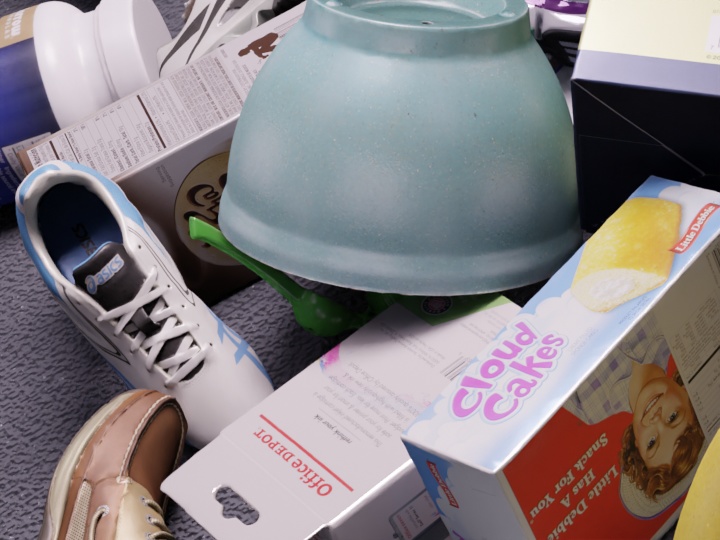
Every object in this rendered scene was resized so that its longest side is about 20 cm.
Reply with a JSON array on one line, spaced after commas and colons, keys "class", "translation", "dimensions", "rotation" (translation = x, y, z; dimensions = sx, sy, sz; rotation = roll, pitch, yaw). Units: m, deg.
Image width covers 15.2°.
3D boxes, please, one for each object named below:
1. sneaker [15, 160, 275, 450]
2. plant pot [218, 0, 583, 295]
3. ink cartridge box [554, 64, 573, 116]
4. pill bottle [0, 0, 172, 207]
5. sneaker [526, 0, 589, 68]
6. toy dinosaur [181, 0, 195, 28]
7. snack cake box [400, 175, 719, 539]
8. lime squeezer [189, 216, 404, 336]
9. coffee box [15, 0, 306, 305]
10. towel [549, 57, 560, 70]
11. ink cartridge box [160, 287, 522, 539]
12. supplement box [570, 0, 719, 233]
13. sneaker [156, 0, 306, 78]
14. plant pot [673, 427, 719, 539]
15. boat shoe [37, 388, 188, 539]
[{"class": "sneaker", "translation": [-0.121, 0.024, 1.471], "dimensions": [0.072, 0.200, 0.072], "rotation": [-42, -9, 6]}, {"class": "plant pot", "translation": [0.027, -0.085, 1.448], "dimensions": [0.200, 0.135, 0.200], "rotation": [4, 20, -1]}, {"class": "ink cartridge box", "translation": [0.209, -0.101, 1.523], "dimensions": [0.200, 0.043, 0.196], "rotation": [22, 60, 45]}, {"class": "pill bottle", "translation": [-0.219, -0.105, 1.727], "dimensions": [0.199, 0.116, 0.116], "rotation": [-18, 37, 10]}, {"class": "sneaker", "translation": [0.074, -0.171, 1.559], "dimensions": [0.199, 0.074, 0.088], "rotation": [10, 75, 15]}, {"class": "toy dinosaur", "translation": [-0.046, -0.154, 1.719], "dimensions": [0.200, 0.077, 0.103], "rotation": [-10, 52, 27]}, {"class": "snack cake box", "translation": [0.123, 0.064, 1.312], "dimensions": [0.067, 0.115, 0.200], "rotation": [18, 54, 44]}, {"class": "lime squeezer", "translation": [0.000, 0.000, 1.515], "dimensions": [0.199, 0.071, 0.038], "rotation": [-5, -9, -20]}, {"class": "coffee box", "translation": [-0.086, -0.056, 1.587], "dimensions": [0.200, 0.113, 0.080], "rotation": [-29, 38, -2]}, {"class": "towel", "translation": [0.134, -0.139, 1.639], "dimensions": [0.200, 0.023, 0.144], "rotation": [-36, 35, -16]}, {"class": "ink cartridge box", "translation": [0.011, 0.095, 1.380], "dimensions": [0.200, 0.067, 0.117], "rotation": [-36, 37, -15]}, {"class": "supplement box", "translation": [0.224, -0.126, 1.393], "dimensions": [0.199, 0.134, 0.200], "rotation": [8, 58, 12]}, {"class": "sneaker", "translation": [-0.049, -0.171, 1.634], "dimensions": [0.200, 0.074, 0.089], "rotation": [-39, 47, 7]}, {"class": "plant pot", "translation": [0.216, 0.115, 1.148], "dimensions": [0.199, 0.142, 0.200], "rotation": [-10, 38, 8]}, {"class": "boat shoe", "translation": [-0.128, 0.153, 1.396], "dimensions": [0.074, 0.076, 0.200], "rotation": [4, 53, 27]}]
